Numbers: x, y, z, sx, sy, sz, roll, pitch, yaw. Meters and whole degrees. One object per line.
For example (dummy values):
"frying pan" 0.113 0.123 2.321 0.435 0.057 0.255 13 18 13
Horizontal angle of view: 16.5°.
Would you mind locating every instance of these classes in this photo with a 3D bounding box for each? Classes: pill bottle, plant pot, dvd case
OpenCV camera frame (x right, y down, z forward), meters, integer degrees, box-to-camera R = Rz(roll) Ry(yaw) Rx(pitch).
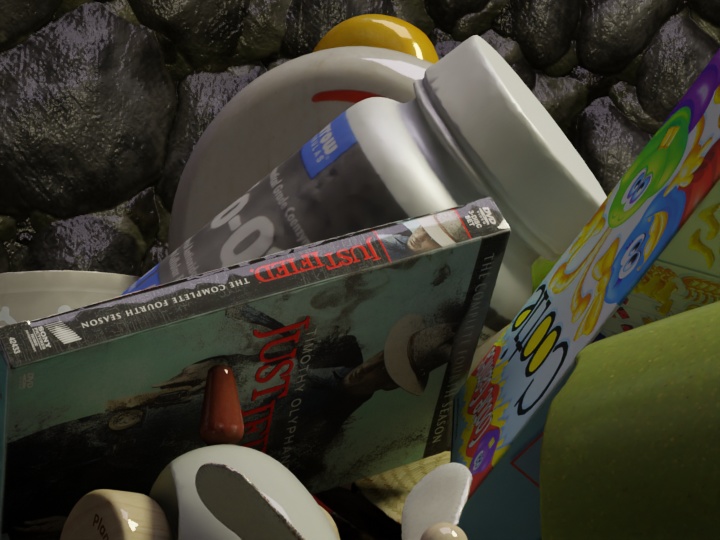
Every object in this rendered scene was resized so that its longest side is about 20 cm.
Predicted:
"pill bottle" 0.000 0.000 1.043 0.200 0.114 0.114 -39 -11 10
"plant pot" 0.165 0.071 0.784 0.190 0.201 0.200 -10 -9 31
"dvd case" -0.046 0.048 0.944 0.200 0.022 0.146 -16 -35 -23

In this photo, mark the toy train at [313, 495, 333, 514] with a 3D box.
"toy train" -0.010 0.084 1.418 0.200 0.116 0.085 5 0 19

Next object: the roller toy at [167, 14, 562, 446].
"roller toy" 0.012 -0.009 1.182 0.200 0.183 0.140 41 12 22

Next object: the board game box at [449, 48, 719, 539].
"board game box" 0.129 0.023 0.921 0.105 0.200 0.103 32 22 -11

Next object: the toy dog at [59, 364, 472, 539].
"toy dog" -0.017 0.085 0.847 0.200 0.097 0.132 5 -1 35

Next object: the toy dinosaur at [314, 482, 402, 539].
"toy dinosaur" 0.014 0.121 1.188 0.200 0.061 0.106 17 -6 38

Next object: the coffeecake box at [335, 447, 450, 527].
"coffeecake box" 0.111 0.114 1.302 0.153 0.073 0.200 6 0 43

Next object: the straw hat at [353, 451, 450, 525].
"straw hat" 0.100 0.079 1.073 0.201 0.085 0.201 20 9 -4

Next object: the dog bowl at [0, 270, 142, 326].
"dog bowl" -0.160 0.065 1.231 0.200 0.059 0.200 -5 -23 -2
